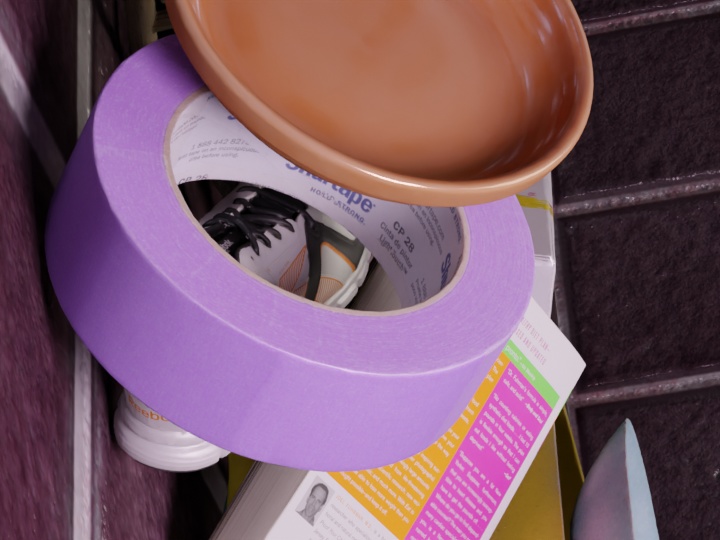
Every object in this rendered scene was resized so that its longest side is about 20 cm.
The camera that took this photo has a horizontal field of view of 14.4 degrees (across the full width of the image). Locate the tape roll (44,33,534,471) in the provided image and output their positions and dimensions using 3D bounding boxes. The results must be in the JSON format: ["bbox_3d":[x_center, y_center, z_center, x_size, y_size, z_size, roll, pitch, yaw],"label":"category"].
[{"bbox_3d":[-0.029,-0.012,1.204,0.200,0.200,0.066,-91,-157,-47],"label":"tape roll"}]

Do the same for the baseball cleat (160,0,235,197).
[{"bbox_3d":[-0.055,-0.127,1.534,0.106,0.070,0.200,-52,138,-44],"label":"baseball cleat"}]

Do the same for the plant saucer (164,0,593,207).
[{"bbox_3d":[0.005,-0.103,1.230,0.037,0.200,0.200,123,-26,-44],"label":"plant saucer"}]

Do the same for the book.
[{"bbox_3d":[0.022,0.092,1.352,0.134,0.048,0.200,46,67,-38],"label":"book"}]

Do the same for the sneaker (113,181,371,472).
[{"bbox_3d":[-0.047,-0.001,1.280,0.080,0.074,0.200,90,21,-45],"label":"sneaker"}]

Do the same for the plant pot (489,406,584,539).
[{"bbox_3d":[0.036,0.188,1.496,0.200,0.176,0.200,72,12,-45],"label":"plant pot"}]

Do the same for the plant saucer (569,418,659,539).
[{"bbox_3d":[0.133,0.176,1.429,0.201,0.039,0.201,-9,90,-81],"label":"plant saucer"}]

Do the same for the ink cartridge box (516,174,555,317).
[{"bbox_3d":[0.032,0.017,1.634,0.200,0.146,0.147,-84,180,-69],"label":"ink cartridge box"}]

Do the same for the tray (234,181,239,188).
[{"bbox_3d":[-0.048,-0.035,1.456,0.099,0.037,0.200,-89,-173,-54],"label":"tray"}]

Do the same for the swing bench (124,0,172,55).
[{"bbox_3d":[-0.085,-0.243,1.362,0.200,0.130,0.199,59,23,-54],"label":"swing bench"}]

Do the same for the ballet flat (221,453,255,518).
[{"bbox_3d":[-0.033,0.084,1.376,0.067,0.067,0.200,-8,102,-52],"label":"ballet flat"}]
